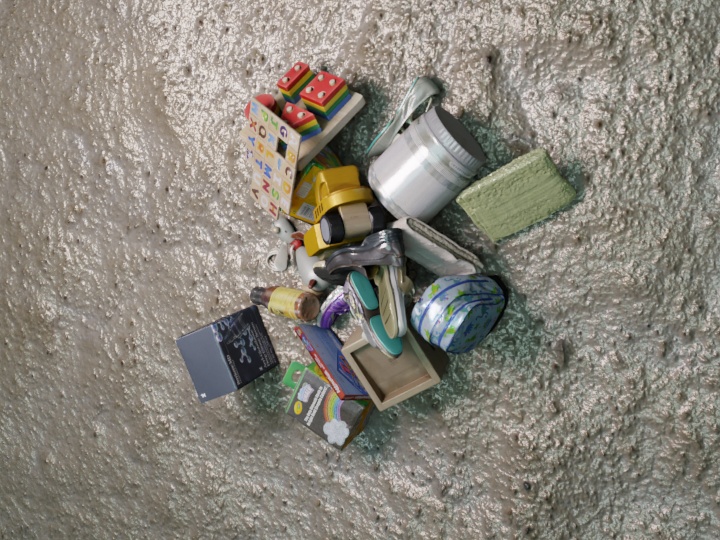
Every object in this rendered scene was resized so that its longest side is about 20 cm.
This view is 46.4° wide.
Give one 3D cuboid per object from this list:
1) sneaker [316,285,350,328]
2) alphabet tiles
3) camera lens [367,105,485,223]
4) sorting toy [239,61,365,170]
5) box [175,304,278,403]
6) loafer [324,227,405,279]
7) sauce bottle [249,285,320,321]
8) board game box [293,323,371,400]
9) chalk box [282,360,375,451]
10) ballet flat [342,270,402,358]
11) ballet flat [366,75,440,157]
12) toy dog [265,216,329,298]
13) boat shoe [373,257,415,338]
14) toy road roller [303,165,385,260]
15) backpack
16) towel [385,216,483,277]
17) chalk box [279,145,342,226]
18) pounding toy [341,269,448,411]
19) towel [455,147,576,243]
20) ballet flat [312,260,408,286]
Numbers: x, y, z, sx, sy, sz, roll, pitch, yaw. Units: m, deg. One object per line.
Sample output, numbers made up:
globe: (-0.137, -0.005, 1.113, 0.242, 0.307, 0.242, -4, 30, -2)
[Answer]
sneaker: (-0.019, 0.060, 1.787, 0.083, 0.081, 0.200, 44, 112, 2)
alphabet tiles: (-0.176, -0.208, 1.627, 0.167, 0.007, 0.203, 41, 133, 35)
camera lens: (0.124, -0.196, 1.631, 0.200, 0.160, 0.161, -43, 83, 23)
sorting toy: (-0.128, -0.319, 1.666, 0.199, 0.070, 0.199, 31, 71, 39)
box: (-0.290, 0.180, 1.853, 0.106, 0.200, 0.151, -21, 93, 24)
loafer: (0.006, -0.017, 1.605, 0.199, 0.072, 0.074, -23, 78, 46)
sauce bottle: (-0.168, 0.067, 1.824, 0.198, 0.065, 0.067, 9, 106, 50)
board game box: (-0.055, 0.192, 1.773, 0.020, 0.102, 0.201, -52, 55, 23)
chalk box: (-0.074, 0.269, 1.825, 0.198, 0.124, 0.126, 33, 112, 14)
ballet flat: (0.021, 0.097, 1.654, 0.072, 0.072, 0.202, -39, 63, 24)
ballet flat: (0.087, -0.292, 1.681, 0.063, 0.067, 0.201, 38, 112, 4)
toy dog: (-0.131, -0.020, 1.805, 0.198, 0.096, 0.134, 29, 110, 15)
boat shoe: (0.071, 0.040, 1.623, 0.067, 0.203, 0.075, 2, 143, -15)
toy road roller: (-0.040, -0.115, 1.645, 0.200, 0.121, 0.149, 141, 116, -67)
backpack: (0.186, 0.083, 1.618, 0.164, 0.198, 0.154, -53, 43, 20)
towel: (0.133, -0.040, 1.640, 0.198, 0.132, 0.035, 30, 70, -21)
chalk box: (-0.120, -0.205, 1.730, 0.124, 0.123, 0.201, -51, 45, 20)
pounding toy: (0.077, 0.143, 1.745, 0.182, 0.142, 0.202, -29, 100, 23)
towel: (0.296, -0.142, 1.604, 0.198, 0.037, 0.148, -29, 125, 26)
ballet flat: (0.000, 0.000, 1.725, 0.196, 0.067, 0.058, 4, 59, -4)
